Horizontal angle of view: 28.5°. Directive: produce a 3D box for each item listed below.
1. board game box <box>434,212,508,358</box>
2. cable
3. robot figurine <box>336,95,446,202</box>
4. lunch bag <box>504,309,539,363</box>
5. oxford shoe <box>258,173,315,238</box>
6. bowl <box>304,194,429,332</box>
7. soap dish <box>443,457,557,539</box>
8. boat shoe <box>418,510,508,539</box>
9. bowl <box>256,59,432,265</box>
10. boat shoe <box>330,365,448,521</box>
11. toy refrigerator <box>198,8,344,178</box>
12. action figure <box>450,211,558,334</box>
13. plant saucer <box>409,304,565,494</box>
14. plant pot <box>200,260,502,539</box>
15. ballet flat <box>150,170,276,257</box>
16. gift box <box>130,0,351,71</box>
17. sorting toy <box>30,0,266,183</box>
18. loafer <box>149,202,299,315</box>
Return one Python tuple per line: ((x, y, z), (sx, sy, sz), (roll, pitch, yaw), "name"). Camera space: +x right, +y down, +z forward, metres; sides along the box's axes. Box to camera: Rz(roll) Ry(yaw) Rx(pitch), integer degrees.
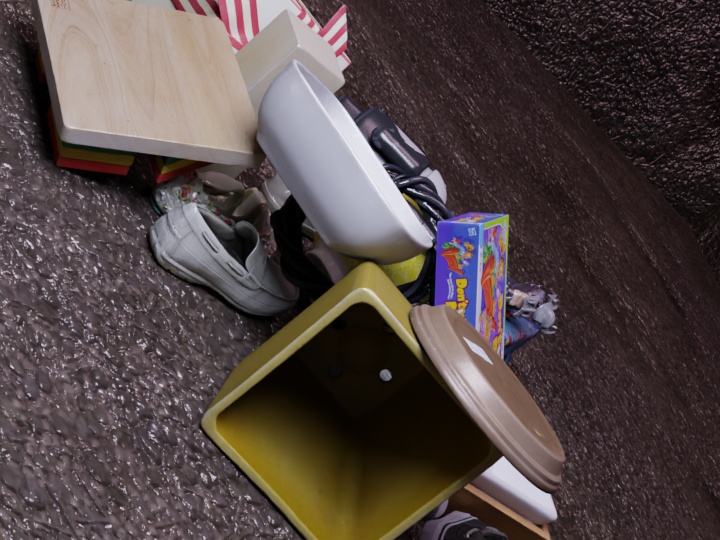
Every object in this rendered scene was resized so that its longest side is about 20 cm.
((0.112, 0.047, 1.438), (0.134, 0.044, 0.203), (-20, 113, -71), "board game box")
((0.005, -0.033, 1.430), (0.198, 0.165, 0.051), (18, -12, -13), "cable")
((0.020, -0.125, 1.793), (0.200, 0.125, 0.150), (46, 16, 1), "robot figurine")
((0.114, 0.046, 1.827), (0.200, 0.094, 0.150), (45, 19, 15), "lunch bag")
((-0.045, -0.075, 1.681), (0.199, 0.058, 0.076), (25, 29, -57), "oxford shoe")
((0.000, 0.000, 1.548), (0.107, 0.201, 0.202), (-19, 67, -24), "bowl")
((0.119, 0.207, 1.545), (0.199, 0.081, 0.158), (36, 26, -40), "soap dish")
((0.100, 0.274, 1.368), (0.200, 0.070, 0.073), (-20, 117, -70), "boat shoe")
((-0.020, -0.086, 1.329), (0.201, 0.074, 0.200), (55, 8, 10), "bowl")
((0.039, 0.160, 1.450), (0.086, 0.075, 0.203), (-9, 56, -52), "boat shoe")
((-0.118, -0.171, 1.463), (0.076, 0.199, 0.070), (33, 28, -41), "toy refrigerator")
((0.170, 0.014, 1.773), (0.200, 0.070, 0.130), (42, 9, 22), "action figure")
((0.114, 0.104, 1.228), (0.200, 0.029, 0.200), (49, 10, -12), "plant saucer")
((-0.001, 0.109, 1.294), (0.196, 0.194, 0.200), (48, 15, -12), "plant pot")
((-0.133, -0.061, 1.449), (0.199, 0.064, 0.076), (21, 35, -57), "ballet flat")
((-0.129, -0.265, 1.554), (0.184, 0.200, 0.187), (34, 17, -42), "gift box")
((-0.210, -0.166, 1.350), (0.197, 0.070, 0.201), (6, 45, -30), "sorting toy")
((-0.119, -0.010, 1.384), (0.199, 0.070, 0.070), (27, 32, -51), "loafer")
